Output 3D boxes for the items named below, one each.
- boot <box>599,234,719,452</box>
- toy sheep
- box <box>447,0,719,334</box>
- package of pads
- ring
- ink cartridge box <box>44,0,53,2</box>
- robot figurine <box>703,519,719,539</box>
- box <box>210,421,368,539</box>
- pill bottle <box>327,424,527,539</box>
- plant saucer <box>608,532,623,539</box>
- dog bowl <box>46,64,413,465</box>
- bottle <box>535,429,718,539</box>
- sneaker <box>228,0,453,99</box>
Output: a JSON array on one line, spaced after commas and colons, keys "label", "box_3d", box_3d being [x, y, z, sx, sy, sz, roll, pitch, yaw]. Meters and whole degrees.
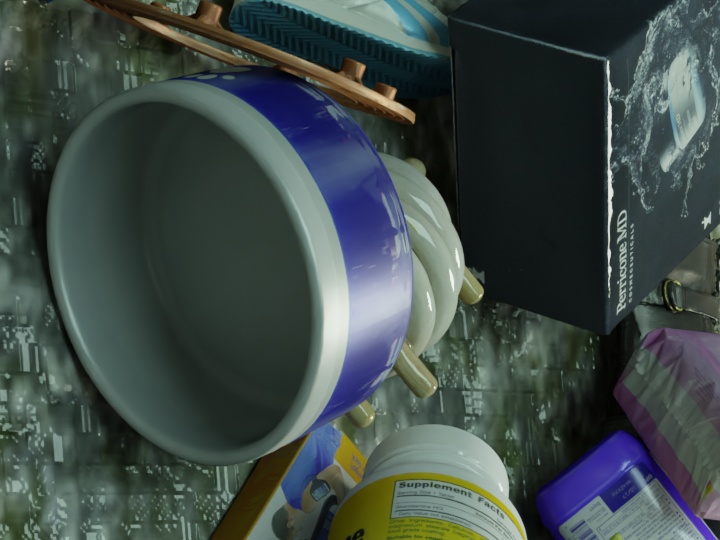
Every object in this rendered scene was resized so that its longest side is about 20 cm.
[{"label": "boot", "box_3d": [0.235, 0.057, 1.588, 0.199, 0.069, 0.176, 22, 64, -37]}, {"label": "toy sheep", "box_3d": [0.000, 0.000, 1.344, 0.138, 0.137, 0.200, 53, 34, -19]}, {"label": "box", "box_3d": [0.156, -0.100, 1.469, 0.200, 0.117, 0.198, -39, 136, -41]}, {"label": "package of pads", "box_3d": [0.269, 0.104, 1.486, 0.199, 0.076, 0.121, 9, 36, -36]}, {"label": "ring", "box_3d": [-0.061, -0.123, 1.275, 0.200, 0.200, 0.019, 20, 92, -38]}, {"label": "ink cartridge box", "box_3d": [-0.128, -0.267, 1.242, 0.146, 0.199, 0.147, 45, 53, -25]}, {"label": "robot figurine", "box_3d": [0.282, 0.245, 1.545, 0.150, 0.124, 0.202, -3, 81, -50]}, {"label": "box", "box_3d": [-0.039, 0.192, 1.312, 0.119, 0.041, 0.201, 49, 48, -22]}, {"label": "pill bottle", "box_3d": [0.033, 0.177, 1.249, 0.113, 0.112, 0.201, 48, 26, -23]}, {"label": "plant saucer", "box_3d": [0.116, 0.288, 1.348, 0.200, 0.048, 0.201, -41, 141, -38]}, {"label": "dog bowl", "box_3d": [-0.070, -0.004, 1.225, 0.079, 0.199, 0.202, -21, 93, -46]}, {"label": "bottle", "box_3d": [0.197, 0.199, 1.469, 0.200, 0.083, 0.065, 51, 5, 5]}, {"label": "sneaker", "box_3d": [0.008, -0.162, 1.430, 0.199, 0.076, 0.081, 20, 63, -40]}]
